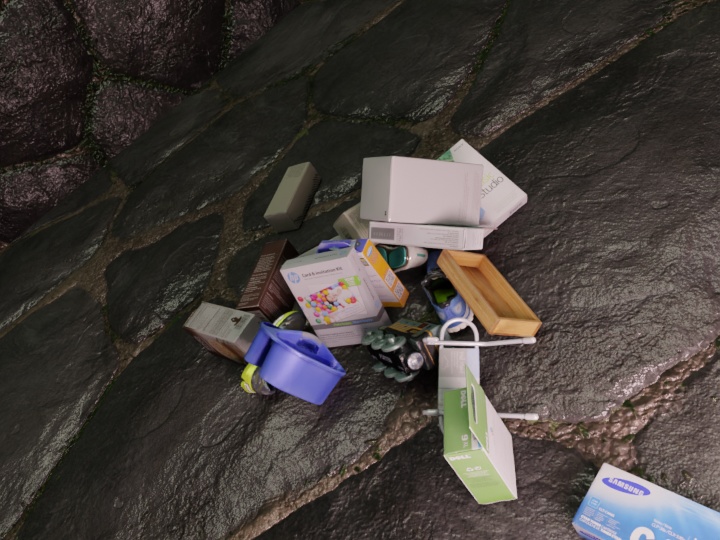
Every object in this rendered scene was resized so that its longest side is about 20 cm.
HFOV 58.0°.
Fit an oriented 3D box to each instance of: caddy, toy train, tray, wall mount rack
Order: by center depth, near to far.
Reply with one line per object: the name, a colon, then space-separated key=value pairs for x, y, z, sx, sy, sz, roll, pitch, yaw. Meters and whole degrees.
wall mount rack: x=0.184 y=0.169 z=1.020 sx=0.173 sy=0.075 sz=0.201 roll=0 pitch=78 yaw=7
tray: x=0.222 y=0.037 z=1.144 sx=0.037 sy=0.098 sz=0.200 roll=-66 pitch=34 yaw=28
toy train: x=0.080 y=0.134 z=1.153 sx=0.114 sy=0.085 sz=0.200 roll=-28 pitch=10 yaw=-17
caddy: x=-0.118 y=0.164 z=1.221 sx=0.105 sy=0.200 sz=0.141 roll=-57 pitch=41 yaw=0

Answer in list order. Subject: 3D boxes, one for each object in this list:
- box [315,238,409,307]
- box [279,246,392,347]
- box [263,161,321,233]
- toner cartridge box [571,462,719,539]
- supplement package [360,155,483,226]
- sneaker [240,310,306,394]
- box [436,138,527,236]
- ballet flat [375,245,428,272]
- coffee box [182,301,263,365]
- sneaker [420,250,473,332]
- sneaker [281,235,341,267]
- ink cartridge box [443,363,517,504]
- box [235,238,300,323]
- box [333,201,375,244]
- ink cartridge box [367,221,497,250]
box: x=0.000 y=0.000 z=1.288 sx=0.119 sy=0.200 sz=0.042 roll=0 pitch=50 yaw=37
box: x=-0.044 y=0.057 z=1.261 sx=0.156 sy=0.200 sz=0.041 roll=-10 pitch=30 yaw=29
box: x=-0.181 y=-0.198 z=1.753 sx=0.082 sy=0.068 sz=0.200 roll=-7 pitch=46 yaw=33
toner cartridge box: x=0.370 y=0.320 z=0.785 sx=0.200 sy=0.043 sz=0.095 roll=15 pitch=59 yaw=46
supplement package: x=0.115 y=-0.150 z=1.235 sx=0.121 sy=0.200 sz=0.120 roll=16 pitch=104 yaw=62
sneaker: x=-0.163 y=0.175 z=1.349 sx=0.081 sy=0.074 sz=0.200 roll=14 pitch=67 yaw=38
box: x=0.226 y=-0.168 z=1.359 sx=0.144 sy=0.036 sz=0.200 roll=-40 pitch=63 yaw=-5
ballet flat: x=0.078 y=-0.022 z=1.356 sx=0.069 sy=0.069 sz=0.200 roll=-50 pitch=16 yaw=-18
coffee box: x=-0.282 y=0.143 z=1.432 sx=0.200 sy=0.114 sz=0.080 roll=8 pitch=55 yaw=44
sneaker: x=0.160 y=0.020 z=1.233 sx=0.078 sy=0.089 sz=0.200 roll=-26 pitch=36 yaw=13
sneaker: x=-0.083 y=-0.022 z=1.504 sx=0.200 sy=0.085 sz=0.073 roll=-31 pitch=6 yaw=-24
ink cartridge box: x=0.159 y=0.233 z=0.913 sx=0.059 sy=0.200 sz=0.104 roll=-16 pitch=41 yaw=22
box: x=-0.199 y=0.035 z=1.492 sx=0.075 sy=0.100 sz=0.200 roll=-8 pitch=45 yaw=33
box: x=0.051 y=-0.121 z=1.408 sx=0.200 sy=0.095 sz=0.078 roll=-33 pitch=-4 yaw=-26
ink cartridge box: x=0.141 y=-0.068 z=1.250 sx=0.200 sy=0.173 sz=0.044 roll=6 pitch=95 yaw=30
